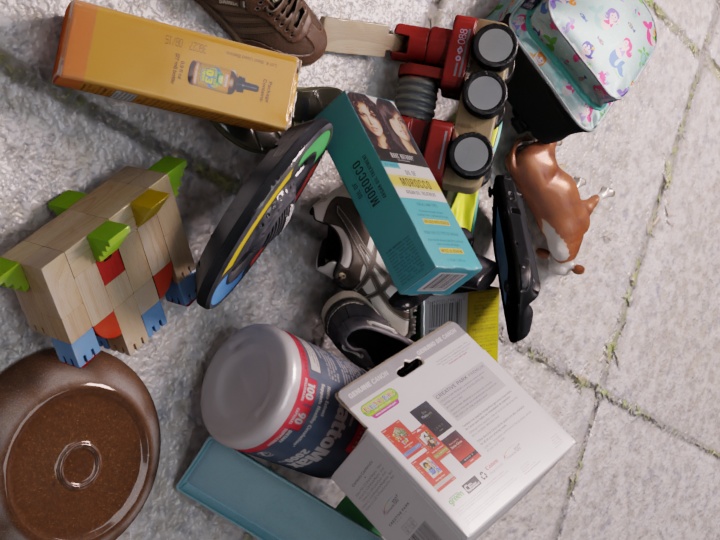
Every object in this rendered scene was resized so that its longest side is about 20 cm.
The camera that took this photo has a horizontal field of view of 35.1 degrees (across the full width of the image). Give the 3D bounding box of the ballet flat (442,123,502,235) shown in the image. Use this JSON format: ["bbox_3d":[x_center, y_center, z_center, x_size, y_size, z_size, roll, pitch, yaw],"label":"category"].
[{"bbox_3d":[0.106,-0.108,1.264,0.067,0.067,0.201,16,86,-22],"label":"ballet flat"}]

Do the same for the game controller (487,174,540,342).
[{"bbox_3d":[0.164,-0.015,1.259,0.042,0.200,0.105,5,130,-5],"label":"game controller"}]

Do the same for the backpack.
[{"bbox_3d":[0.247,-0.270,1.309,0.178,0.150,0.200,50,54,-15],"label":"backpack"}]

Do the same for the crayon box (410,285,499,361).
[{"bbox_3d":[0.096,0.119,1.288,0.127,0.051,0.201,-4,97,-41],"label":"crayon box"}]

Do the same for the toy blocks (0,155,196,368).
[{"bbox_3d":[-0.214,0.009,0.978,0.200,0.100,0.137,-45,136,-40],"label":"toy blocks"}]

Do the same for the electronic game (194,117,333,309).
[{"bbox_3d":[-0.085,-0.050,1.016,0.042,0.200,0.200,33,68,1],"label":"electronic game"}]

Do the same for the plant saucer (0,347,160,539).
[{"bbox_3d":[-0.252,0.167,0.993,0.200,0.037,0.201,-6,98,-42],"label":"plant saucer"}]

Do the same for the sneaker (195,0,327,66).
[{"bbox_3d":[-0.093,-0.248,1.054,0.200,0.075,0.071,27,78,-40],"label":"sneaker"}]

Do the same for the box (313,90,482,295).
[{"bbox_3d":[0.035,-0.073,1.078,0.082,0.049,0.200,1,56,-52],"label":"box"}]

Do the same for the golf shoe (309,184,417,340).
[{"bbox_3d":[0.000,0.000,1.185,0.094,0.078,0.201,-20,114,-14],"label":"golf shoe"}]

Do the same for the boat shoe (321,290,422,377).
[{"bbox_3d":[0.037,0.101,1.170,0.073,0.063,0.200,-43,120,7],"label":"boat shoe"}]

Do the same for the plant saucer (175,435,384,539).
[{"bbox_3d":[-0.075,0.231,1.093,0.200,0.019,0.070,33,107,-6],"label":"plant saucer"}]

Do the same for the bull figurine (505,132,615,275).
[{"bbox_3d":[0.243,-0.089,1.385,0.121,0.065,0.200,-51,126,-28],"label":"bull figurine"}]

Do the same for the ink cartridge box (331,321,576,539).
[{"bbox_3d":[0.077,0.163,1.084,0.200,0.176,0.084,-26,156,-46],"label":"ink cartridge box"}]

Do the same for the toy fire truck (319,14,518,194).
[{"bbox_3d":[0.052,-0.186,1.185,0.129,0.199,0.177,34,69,-83],"label":"toy fire truck"}]

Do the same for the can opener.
[{"bbox_3d":[0.078,-0.006,1.155,0.200,0.078,0.064,-18,112,-61],"label":"can opener"}]

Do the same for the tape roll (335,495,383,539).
[{"bbox_3d":[0.049,0.257,1.197,0.200,0.048,0.201,-28,146,-21],"label":"tape roll"}]

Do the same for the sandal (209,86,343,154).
[{"bbox_3d":[-0.081,-0.147,1.096,0.201,0.057,0.080,4,88,-53],"label":"sandal"}]

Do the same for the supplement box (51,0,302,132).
[{"bbox_3d":[-0.156,-0.169,0.971,0.199,0.069,0.067,12,87,-18],"label":"supplement box"}]

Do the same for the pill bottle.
[{"bbox_3d":[-0.047,0.138,1.114,0.200,0.119,0.120,29,76,-45],"label":"pill bottle"}]
